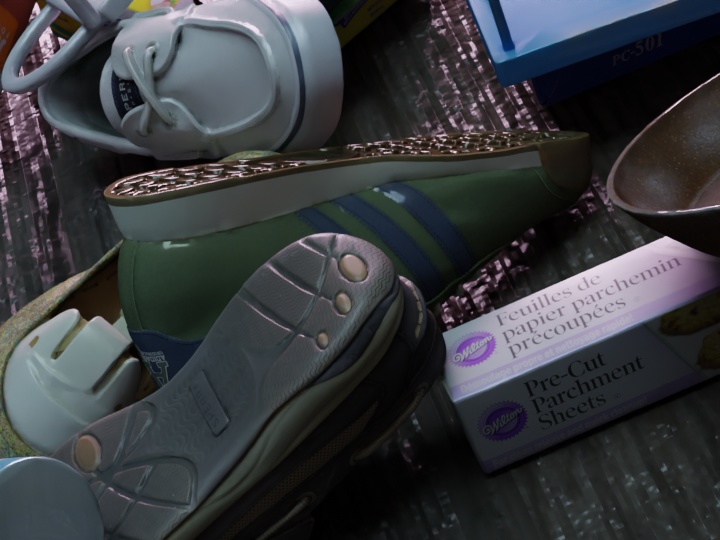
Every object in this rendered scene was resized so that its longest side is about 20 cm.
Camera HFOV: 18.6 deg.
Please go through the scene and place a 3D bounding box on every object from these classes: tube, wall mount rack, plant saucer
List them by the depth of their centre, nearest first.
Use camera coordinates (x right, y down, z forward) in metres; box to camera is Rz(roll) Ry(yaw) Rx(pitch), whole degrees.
[{"bbox_3d":[0.178,-0.055,0.725,0.200,0.035,0.200,-26,13,6],"label":"plant saucer"},{"bbox_3d":[-0.166,0.090,0.771,0.200,0.077,0.051,-6,75,49],"label":"tube"},{"bbox_3d":[-0.095,-0.163,0.910,0.200,0.075,0.174,-50,26,-4],"label":"wall mount rack"}]

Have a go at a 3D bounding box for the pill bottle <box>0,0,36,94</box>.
[{"bbox_3d":[-0.206,-0.137,1.026,0.112,0.112,0.201,8,74,36],"label":"pill bottle"}]

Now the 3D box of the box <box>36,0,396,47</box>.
[{"bbox_3d":[-0.059,-0.139,1.040,0.117,0.048,0.200,-42,38,-21],"label":"box"}]

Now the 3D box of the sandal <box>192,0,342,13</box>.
[{"bbox_3d":[-0.054,-0.168,0.993,0.075,0.048,0.201,-24,37,1],"label":"sandal"}]

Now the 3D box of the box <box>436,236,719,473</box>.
[{"bbox_3d":[0.124,0.009,0.767,0.199,0.042,0.039,-23,37,2],"label":"box"}]

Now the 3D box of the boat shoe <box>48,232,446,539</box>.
[{"bbox_3d":[-0.047,0.076,0.759,0.200,0.073,0.075,-41,41,15],"label":"boat shoe"}]

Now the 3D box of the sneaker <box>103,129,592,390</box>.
[{"bbox_3d":[0.000,0.000,0.826,0.200,0.090,0.067,-9,11,-29],"label":"sneaker"}]

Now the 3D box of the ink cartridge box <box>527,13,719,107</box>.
[{"bbox_3d":[0.090,-0.156,0.976,0.094,0.044,0.200,-22,37,1],"label":"ink cartridge box"}]

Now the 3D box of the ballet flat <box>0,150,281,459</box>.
[{"bbox_3d":[-0.088,0.022,0.840,0.071,0.071,0.200,18,52,42],"label":"ballet flat"}]

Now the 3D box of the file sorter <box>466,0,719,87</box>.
[{"bbox_3d":[0.087,-0.195,0.889,0.138,0.123,0.200,-19,37,2],"label":"file sorter"}]

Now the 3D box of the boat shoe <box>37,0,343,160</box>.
[{"bbox_3d":[-0.075,-0.074,0.913,0.065,0.074,0.200,-14,3,-29],"label":"boat shoe"}]
